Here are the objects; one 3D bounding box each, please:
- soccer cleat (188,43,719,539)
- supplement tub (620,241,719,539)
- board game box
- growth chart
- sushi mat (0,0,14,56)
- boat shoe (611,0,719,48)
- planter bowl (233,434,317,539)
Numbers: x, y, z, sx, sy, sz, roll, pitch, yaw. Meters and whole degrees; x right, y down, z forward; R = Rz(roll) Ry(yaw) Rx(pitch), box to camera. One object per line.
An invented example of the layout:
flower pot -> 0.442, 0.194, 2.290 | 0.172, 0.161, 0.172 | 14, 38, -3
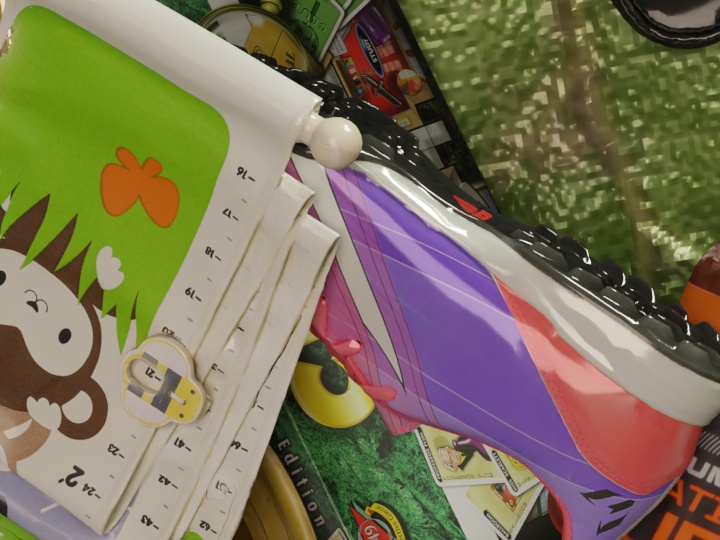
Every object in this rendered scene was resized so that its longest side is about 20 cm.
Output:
soccer cleat -> 0.004, 0.001, 0.749 | 0.200, 0.068, 0.073 | 33, 102, 12
supplement tub -> 0.127, 0.062, 0.781 | 0.107, 0.107, 0.200 | 20, 93, 10
board game box -> 0.000, 0.000, 0.814 | 0.105, 0.023, 0.200 | -23, 84, -33
growth chart -> -0.077, 0.014, 0.750 | 0.144, 0.018, 0.200 | 22, 113, 16
sushi mat -> -0.113, -0.132, 0.846 | 0.095, 0.012, 0.201 | -11, 87, -21
boat shoe -> 0.080, -0.152, 0.783 | 0.072, 0.068, 0.200 | -5, 116, 11
planter bowl -> -0.093, 0.109, 0.830 | 0.200, 0.083, 0.201 | 0, 90, 15
